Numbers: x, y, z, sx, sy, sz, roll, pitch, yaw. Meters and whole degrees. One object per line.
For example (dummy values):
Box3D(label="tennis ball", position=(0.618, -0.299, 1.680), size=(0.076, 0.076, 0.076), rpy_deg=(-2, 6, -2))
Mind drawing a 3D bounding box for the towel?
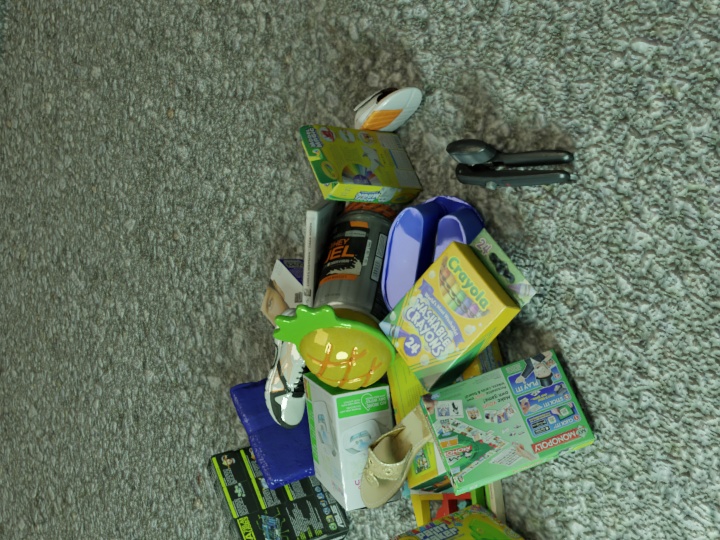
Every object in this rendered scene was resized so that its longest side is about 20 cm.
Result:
Box3D(label="towel", position=(-0.130, 0.273, 1.777), size=(0.050, 0.145, 0.202), rpy_deg=(104, 145, -52))

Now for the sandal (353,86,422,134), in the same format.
Box3D(label="sandal", position=(0.017, -0.246, 1.658), size=(0.206, 0.078, 0.060), rpy_deg=(-42, 60, 43))

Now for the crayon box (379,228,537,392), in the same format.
Box3D(label="crayon box", position=(0.131, 0.053, 1.409), size=(0.201, 0.051, 0.126), rpy_deg=(-49, 60, 20))

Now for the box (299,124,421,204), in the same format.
Box3D(label="box", position=(-0.007, -0.163, 1.589), size=(0.048, 0.198, 0.119), rpy_deg=(-45, 56, 38))

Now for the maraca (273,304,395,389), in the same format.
Box3D(label="maraca", position=(-0.036, 0.104, 1.473), size=(0.136, 0.199, 0.108), rpy_deg=(-29, 43, 32))

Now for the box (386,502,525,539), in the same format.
Box3D(label="box", position=(0.145, 0.438, 1.365), size=(0.192, 0.198, 0.124), rpy_deg=(31, 119, 40))

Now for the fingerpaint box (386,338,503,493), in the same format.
Box3D(label="fingerpaint box", position=(0.132, 0.193, 1.466), size=(0.166, 0.073, 0.203), rpy_deg=(-33, 55, 33))

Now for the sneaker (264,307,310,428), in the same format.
Box3D(label="sneaker", position=(-0.109, 0.169, 1.709), size=(0.079, 0.073, 0.204), rpy_deg=(14, 104, 48))

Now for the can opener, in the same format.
Box3D(label="can opener", position=(0.210, -0.143, 1.435), size=(0.198, 0.078, 0.065), rpy_deg=(12, 90, 41))

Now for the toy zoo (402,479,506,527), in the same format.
Box3D(label="toy zoo", position=(0.135, 0.333, 1.538), size=(0.198, 0.020, 0.134), rpy_deg=(-18, 75, 49))

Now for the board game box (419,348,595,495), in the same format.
Box3D(label="board game box", position=(0.192, 0.198, 1.353), size=(0.029, 0.197, 0.136), rpy_deg=(91, 159, -64))

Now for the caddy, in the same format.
Box3D(label="caddy", position=(0.113, -0.009, 1.517), size=(0.139, 0.104, 0.204), rpy_deg=(14, 99, 27))

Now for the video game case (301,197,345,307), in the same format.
Box3D(label="video game case", position=(-0.059, -0.026, 1.657), size=(0.023, 0.200, 0.185), rpy_deg=(6, 105, 10))

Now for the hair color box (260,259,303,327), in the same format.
Box3D(label="hair color box", position=(-0.092, 0.078, 1.792), size=(0.200, 0.064, 0.111), rpy_deg=(45, 123, 43))

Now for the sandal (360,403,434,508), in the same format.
Box3D(label="sandal", position=(0.042, 0.248, 1.434), size=(0.212, 0.069, 0.078), rpy_deg=(-50, 47, 22))

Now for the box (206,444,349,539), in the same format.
Box3D(label="box", position=(-0.141, 0.386, 1.737), size=(0.202, 0.190, 0.048), rpy_deg=(62, 150, 29))

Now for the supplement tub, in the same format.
Box3D(label="supplement tub", position=(0.000, 0.000, 1.596), size=(0.122, 0.122, 0.203), rpy_deg=(-27, 42, 46))

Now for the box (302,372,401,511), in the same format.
Box3D(label="box", position=(-0.014, 0.255, 1.598), size=(0.200, 0.095, 0.180), rpy_deg=(-164, 67, -73))
